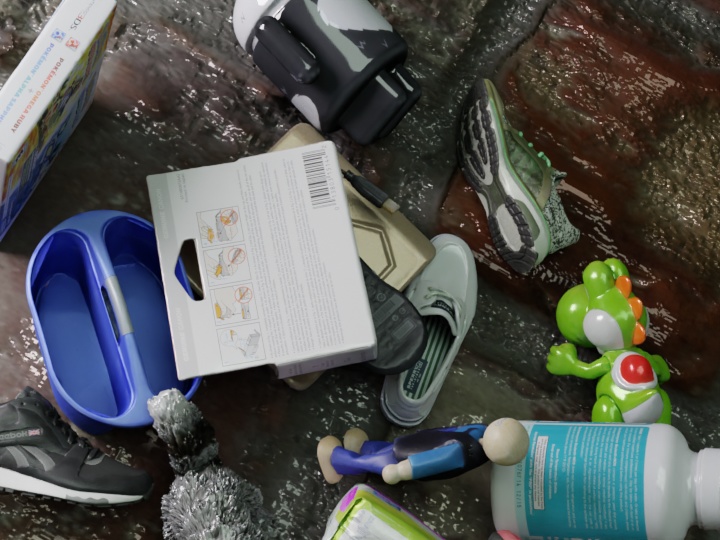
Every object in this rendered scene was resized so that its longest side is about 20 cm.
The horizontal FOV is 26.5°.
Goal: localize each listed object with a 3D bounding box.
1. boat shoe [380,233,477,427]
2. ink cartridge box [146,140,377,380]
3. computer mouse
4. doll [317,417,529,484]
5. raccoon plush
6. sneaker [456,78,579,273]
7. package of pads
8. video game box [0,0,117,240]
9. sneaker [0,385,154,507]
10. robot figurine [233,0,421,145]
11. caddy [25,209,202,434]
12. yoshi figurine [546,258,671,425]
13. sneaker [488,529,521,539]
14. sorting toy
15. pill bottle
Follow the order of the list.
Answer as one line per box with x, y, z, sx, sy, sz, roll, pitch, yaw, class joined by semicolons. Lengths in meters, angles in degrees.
0.073;0.050;1.433;0.073;0.067;0.202;17;66;-7;boat shoe
-0.089;-0.004;1.355;0.174;0.045;0.202;-10;68;-4;ink cartridge box
0.000;0.000;1.400;0.199;0.046;0.141;39;75;16;computer mouse
0.058;0.157;1.311;0.136;0.198;0.049;-11;92;-53;doll
-0.134;0.213;1.255;0.096;0.134;0.201;-33;108;4;raccoon plush
0.160;-0.098;1.521;0.088;0.077;0.202;-11;76;-31;sneaker
0.059;0.264;1.291;0.199;0.155;0.068;36;89;2;package of pads
-0.287;-0.134;1.348;0.046;0.200;0.183;28;65;-5;video game box
-0.268;0.146;1.294;0.198;0.076;0.089;12;86;-9;sneaker
-0.033;-0.218;1.483;0.125;0.150;0.200;-42;83;-11;robot figurine
-0.215;0.047;1.342;0.140;0.105;0.202;-15;72;-20;caddy
0.238;0.093;1.458;0.111;0.112;0.202;-12;84;24;yoshi figurine
0.193;0.278;1.341;0.200;0.074;0.087;43;87;-18;sneaker
-0.056;-0.014;1.437;0.185;0.037;0.200;44;72;6;sorting toy
0.221;0.190;1.346;0.198;0.111;0.112;-1;65;20;pill bottle
